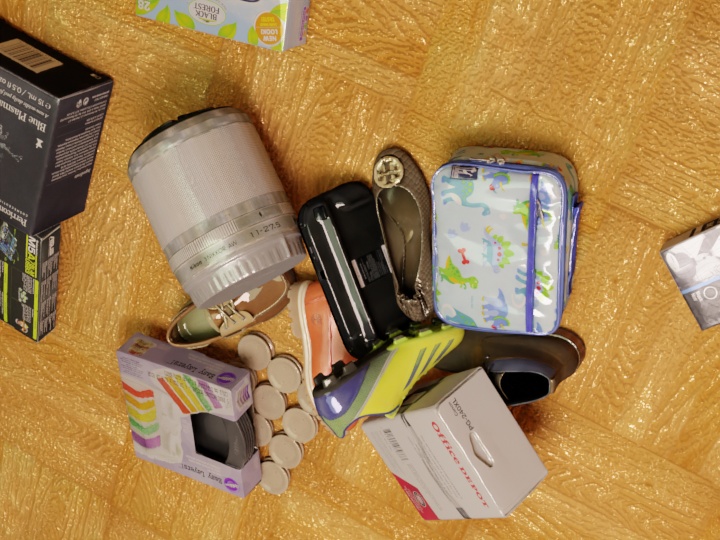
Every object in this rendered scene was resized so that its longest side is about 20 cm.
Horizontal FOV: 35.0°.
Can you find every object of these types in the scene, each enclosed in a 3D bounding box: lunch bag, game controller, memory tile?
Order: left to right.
[{"bbox_3d":[-0.127,0.190,1.513,0.152,0.017,0.201,34,121,10],"label":"memory tile"},{"bbox_3d":[0.000,0.000,1.335,0.042,0.104,0.202,-4,110,55],"label":"game controller"},{"bbox_3d":[0.160,-0.032,1.255,0.159,0.082,0.203,9,114,19],"label":"lunch bag"}]

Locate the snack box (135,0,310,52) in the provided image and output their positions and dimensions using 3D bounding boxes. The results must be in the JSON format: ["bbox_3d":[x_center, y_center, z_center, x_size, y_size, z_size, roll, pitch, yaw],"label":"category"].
[{"bbox_3d":[-0.151,-0.353,1.284,0.198,0.068,0.171,18,116,19],"label":"snack box"}]

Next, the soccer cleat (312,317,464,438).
[{"bbox_3d":[0.037,0.120,1.297,0.085,0.199,0.065,66,160,-9],"label":"soccer cleat"}]

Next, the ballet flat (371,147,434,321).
[{"bbox_3d":[0.049,-0.040,1.308,0.067,0.046,0.203,-7,95,31],"label":"ballet flat"}]

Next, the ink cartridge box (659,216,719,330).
[{"bbox_3d":[0.416,-0.022,1.161,0.199,0.039,0.100,-29,95,30],"label":"ink cartridge box"}]

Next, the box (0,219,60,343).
[{"bbox_3d":[-0.501,-0.024,1.568,0.191,0.048,0.202,27,132,12],"label":"box"}]

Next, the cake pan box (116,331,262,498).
[{"bbox_3d":[-0.222,0.193,1.508,0.198,0.052,0.186,16,128,25],"label":"cake pan box"}]

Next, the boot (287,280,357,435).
[{"bbox_3d":[-0.017,0.108,1.399,0.106,0.075,0.203,-6,105,22],"label":"boot"}]

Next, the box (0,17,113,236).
[{"bbox_3d":[-0.444,-0.185,1.460,0.195,0.117,0.202,28,120,13],"label":"box"}]

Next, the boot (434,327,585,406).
[{"bbox_3d":[0.148,0.104,1.301,0.198,0.097,0.076,-3,109,26],"label":"boot"}]

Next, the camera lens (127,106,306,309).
[{"bbox_3d":[-0.168,-0.077,1.330,0.159,0.159,0.202,-29,85,31],"label":"camera lens"}]

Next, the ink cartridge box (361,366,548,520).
[{"bbox_3d":[0.105,0.205,1.317,0.146,0.083,0.200,57,153,-3],"label":"ink cartridge box"}]

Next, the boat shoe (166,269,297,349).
[{"bbox_3d":[-0.166,0.052,1.444,0.199,0.074,0.076,-29,96,31],"label":"boat shoe"}]
